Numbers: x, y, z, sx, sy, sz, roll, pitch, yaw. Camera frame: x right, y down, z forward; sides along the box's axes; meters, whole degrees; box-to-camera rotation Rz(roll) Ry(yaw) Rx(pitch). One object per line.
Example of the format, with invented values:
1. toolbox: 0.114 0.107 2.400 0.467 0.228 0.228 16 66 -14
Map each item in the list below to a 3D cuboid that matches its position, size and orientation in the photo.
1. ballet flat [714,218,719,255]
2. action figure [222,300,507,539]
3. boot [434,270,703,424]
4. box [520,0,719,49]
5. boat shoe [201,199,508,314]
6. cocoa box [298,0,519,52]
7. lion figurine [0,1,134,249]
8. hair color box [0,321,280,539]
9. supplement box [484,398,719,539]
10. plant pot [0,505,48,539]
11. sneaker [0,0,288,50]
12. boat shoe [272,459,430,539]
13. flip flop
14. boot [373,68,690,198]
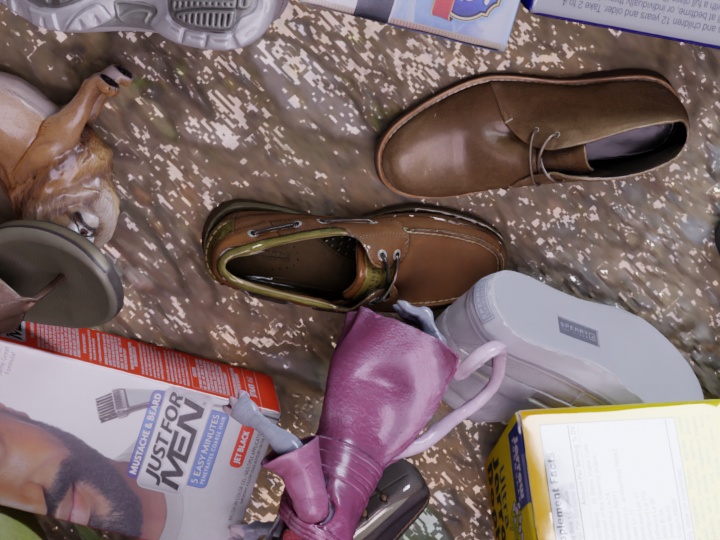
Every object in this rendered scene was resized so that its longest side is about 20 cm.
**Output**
1. ballet flat: 0.321 0.017 1.703 0.199 0.068 0.068 28 105 -17
2. action figure: -0.009 0.124 1.605 0.148 0.134 0.201 17 65 14
3. boot: 0.124 0.067 1.701 0.199 0.074 0.095 27 136 -30
4. box: 0.198 -0.244 1.567 0.183 0.105 0.201 9 108 -12
5. boat shoe: 0.000 0.000 1.648 0.198 0.068 0.072 1 109 -10
6. cocoa box: 0.042 -0.249 1.526 0.130 0.133 0.201 13 108 -12
7. lion figurine: -0.218 -0.096 1.587 0.200 0.073 0.123 38 106 -7
8. hair color box: -0.162 0.102 1.666 0.199 0.064 0.112 15 108 -13
9. supplement box: 0.190 0.152 1.669 0.198 0.110 0.110 -2 67 -11
10. plant pot: -0.253 0.227 1.634 0.199 0.184 0.202 -3 110 -8
11. sneaker: -0.133 -0.173 1.560 0.199 0.099 0.078 17 99 13
12. boat shoe: -0.026 0.200 1.725 0.200 0.075 0.073 -40 121 17
13. flip flop: -0.236 0.011 1.583 0.199 0.058 0.081 6 135 15
14. boot: 0.108 -0.081 1.632 0.198 0.076 0.074 -11 113 -3
